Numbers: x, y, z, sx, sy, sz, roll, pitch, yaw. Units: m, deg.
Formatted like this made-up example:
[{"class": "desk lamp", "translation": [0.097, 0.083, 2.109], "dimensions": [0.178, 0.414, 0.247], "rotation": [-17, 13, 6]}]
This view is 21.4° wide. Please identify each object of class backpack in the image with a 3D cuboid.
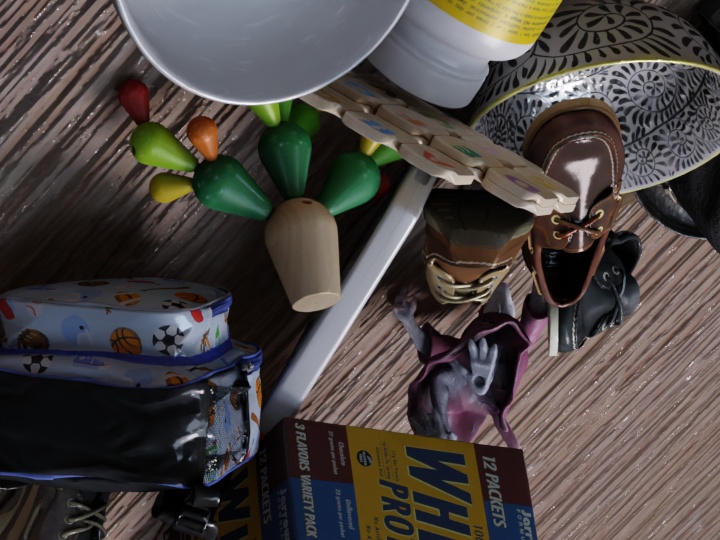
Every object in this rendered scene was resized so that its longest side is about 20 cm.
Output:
[{"class": "backpack", "translation": [-0.152, 0.079, 1.233], "dimensions": [0.190, 0.199, 0.155], "rotation": [12, 87, -76]}]

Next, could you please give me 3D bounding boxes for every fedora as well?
[{"class": "fedora", "translation": [0.301, -0.069, 1.445], "dimensions": [0.200, 0.092, 0.201], "rotation": [-8, 140, -7]}]

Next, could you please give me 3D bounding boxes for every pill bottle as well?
[{"class": "pill bottle", "translation": [0.083, -0.204, 1.175], "dimensions": [0.112, 0.113, 0.200], "rotation": [4, 127, -46]}]

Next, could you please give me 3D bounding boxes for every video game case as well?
[{"class": "video game case", "translation": [0.000, 0.000, 1.324], "dimensions": [0.200, 0.023, 0.182], "rotation": [-59, -178, 27]}]

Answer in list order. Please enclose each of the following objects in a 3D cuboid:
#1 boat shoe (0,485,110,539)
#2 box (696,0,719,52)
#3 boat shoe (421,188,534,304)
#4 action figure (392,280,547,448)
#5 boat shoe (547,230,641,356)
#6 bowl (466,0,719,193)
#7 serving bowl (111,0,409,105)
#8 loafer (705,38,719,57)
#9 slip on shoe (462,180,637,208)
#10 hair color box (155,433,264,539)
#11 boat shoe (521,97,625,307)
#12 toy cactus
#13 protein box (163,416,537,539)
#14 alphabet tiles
[{"class": "boat shoe", "translation": [-0.211, 0.175, 1.382], "dimensions": [0.074, 0.073, 0.200], "rotation": [5, 127, -47]}, {"class": "box", "translation": [0.363, -0.198, 1.507], "dimensions": [0.161, 0.049, 0.200], "rotation": [-43, 147, 3]}, {"class": "boat shoe", "translation": [0.077, -0.013, 1.306], "dimensions": [0.075, 0.200, 0.074], "rotation": [5, 97, 2]}, {"class": "action figure", "translation": [0.107, 0.067, 1.477], "dimensions": [0.134, 0.149, 0.200], "rotation": [-18, -170, 18]}, {"class": "boat shoe", "translation": [0.185, 0.013, 1.477], "dimensions": [0.199, 0.066, 0.075], "rotation": [-50, 145, -69]}, {"class": "bowl", "translation": [0.162, -0.134, 1.325], "dimensions": [0.200, 0.094, 0.201], "rotation": [-6, 156, -3]}, {"class": "serving bowl", "translation": [-0.060, -0.197, 1.069], "dimensions": [0.200, 0.066, 0.201], "rotation": [-14, 120, -26]}, {"class": "loafer", "translation": [0.278, -0.109, 1.524], "dimensions": [0.069, 0.075, 0.200], "rotation": [-21, 140, 15]}, {"class": "slip on shoe", "translation": [0.169, -0.057, 1.478], "dimensions": [0.200, 0.061, 0.076], "rotation": [-7, 135, -39]}, {"class": "hair color box", "translation": [-0.105, 0.224, 1.516], "dimensions": [0.061, 0.102, 0.200], "rotation": [2, 129, -43]}, {"class": "boat shoe", "translation": [0.148, -0.043, 1.319], "dimensions": [0.070, 0.071, 0.200], "rotation": [-7, 152, 0]}, {"class": "toy cactus", "translation": [-0.052, -0.053, 1.195], "dimensions": [0.200, 0.166, 0.102], "rotation": [3, 155, -38]}, {"class": "protein box", "translation": [-0.007, 0.216, 1.340], "dimensions": [0.198, 0.135, 0.200], "rotation": [10, 145, -28]}, {"class": "alphabet tiles", "translation": [0.040, -0.089, 1.182], "dimensions": [0.015, 0.200, 0.196], "rotation": [-63, 162, 14]}]
